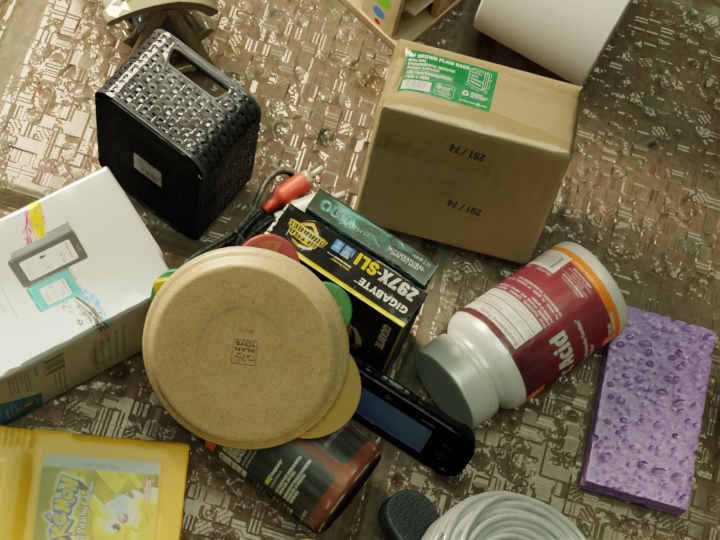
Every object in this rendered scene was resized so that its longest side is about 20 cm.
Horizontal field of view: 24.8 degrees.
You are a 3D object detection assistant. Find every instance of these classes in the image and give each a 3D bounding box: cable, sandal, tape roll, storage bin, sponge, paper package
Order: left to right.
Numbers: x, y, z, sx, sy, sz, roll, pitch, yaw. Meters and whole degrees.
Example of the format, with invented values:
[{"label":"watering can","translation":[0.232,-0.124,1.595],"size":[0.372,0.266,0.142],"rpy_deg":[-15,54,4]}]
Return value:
[{"label":"storage bin","translation":[-0.185,-0.132,1.642],"size":[0.135,0.200,0.094],"rpy_deg":[37,68,7]},{"label":"cable","translation":[-0.111,-0.046,1.700],"size":[0.200,0.050,0.097],"rpy_deg":[-27,77,-17]},{"label":"sandal","translation":[0.079,0.309,1.599],"size":[0.076,0.043,0.200],"rpy_deg":[-14,71,-34]},{"label":"paper package","translation":[0.109,-0.119,1.677],"size":[0.200,0.191,0.104],"rpy_deg":[15,51,-1]},{"label":"cable","translation":[0.142,0.312,1.562],"size":[0.200,0.069,0.200],"rpy_deg":[14,56,-25]},{"label":"tape roll","translation":[0.230,-0.317,1.768],"size":[0.139,0.203,0.203],"rpy_deg":[30,69,5]},{"label":"sponge","translation":[0.298,0.142,1.696],"size":[0.111,0.030,0.200],"rpy_deg":[15,68,-2]}]

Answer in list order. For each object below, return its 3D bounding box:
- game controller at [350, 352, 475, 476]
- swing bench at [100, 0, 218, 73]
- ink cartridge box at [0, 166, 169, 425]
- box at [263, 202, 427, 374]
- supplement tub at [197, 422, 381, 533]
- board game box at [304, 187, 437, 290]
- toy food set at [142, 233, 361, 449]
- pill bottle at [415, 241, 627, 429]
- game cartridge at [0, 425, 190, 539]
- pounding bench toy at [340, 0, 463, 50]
[{"label":"game controller","translation":[0.023,0.135,1.622],"size":[0.200,0.104,0.042],"rpy_deg":[32,71,5]},{"label":"swing bench","translation":[-0.239,-0.314,1.704],"size":[0.129,0.200,0.199],"rpy_deg":[-20,74,-14]},{"label":"ink cartridge box","translation":[-0.298,0.026,1.599],"size":[0.200,0.147,0.146],"rpy_deg":[-28,75,-17]},{"label":"box","translation":[-0.027,0.030,1.604],"size":[0.160,0.200,0.049],"rpy_deg":[35,68,6]},{"label":"supplement tub","translation":[-0.085,0.157,1.598],"size":[0.200,0.107,0.107],"rpy_deg":[38,70,8]},{"label":"board game box","translation":[0.000,0.000,1.617],"size":[0.135,0.200,0.028],"rpy_deg":[33,71,4]},{"label":"toy food set","translation":[-0.103,0.068,1.515],"size":[0.199,0.049,0.198],"rpy_deg":[-8,102,7]},{"label":"pill bottle","translation":[0.162,0.068,1.661],"size":[0.200,0.114,0.114],"rpy_deg":[-34,77,-17]},{"label":"game cartridge","translation":[-0.272,0.244,1.582],"size":[0.199,0.032,0.177],"rpy_deg":[6,69,-6]},{"label":"pounding bench toy","translation":[0.077,-0.370,1.790],"size":[0.124,0.156,0.200],"rpy_deg":[44,70,10]}]
